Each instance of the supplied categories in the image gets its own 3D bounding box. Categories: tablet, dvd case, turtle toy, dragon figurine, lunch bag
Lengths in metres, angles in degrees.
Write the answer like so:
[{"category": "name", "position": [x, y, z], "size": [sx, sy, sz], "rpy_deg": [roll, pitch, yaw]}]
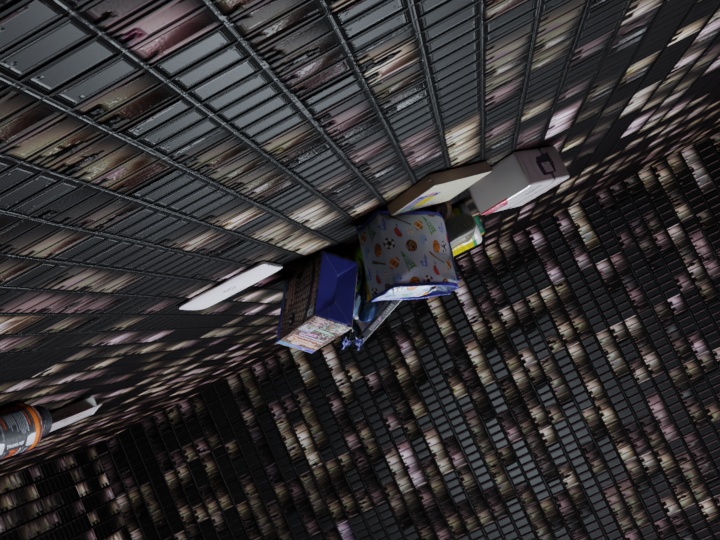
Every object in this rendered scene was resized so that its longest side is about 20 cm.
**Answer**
[{"category": "tablet", "position": [-0.259, 0.033, 1.555], "size": [0.199, 0.014, 0.130], "rpy_deg": [-28, 172, 9]}, {"category": "dvd case", "position": [0.059, 0.062, 1.761], "size": [0.200, 0.025, 0.151], "rpy_deg": [-50, -168, 30]}, {"category": "turtle toy", "position": [0.000, 0.000, 1.822], "size": [0.200, 0.101, 0.147], "rpy_deg": [-36, -151, 50]}, {"category": "dragon figurine", "position": [-0.002, 0.079, 1.713], "size": [0.058, 0.202, 0.099], "rpy_deg": [18, -175, -24]}, {"category": "lunch bag", "position": [0.106, -0.030, 1.598], "size": [0.198, 0.172, 0.124], "rpy_deg": [-5, 165, -31]}]

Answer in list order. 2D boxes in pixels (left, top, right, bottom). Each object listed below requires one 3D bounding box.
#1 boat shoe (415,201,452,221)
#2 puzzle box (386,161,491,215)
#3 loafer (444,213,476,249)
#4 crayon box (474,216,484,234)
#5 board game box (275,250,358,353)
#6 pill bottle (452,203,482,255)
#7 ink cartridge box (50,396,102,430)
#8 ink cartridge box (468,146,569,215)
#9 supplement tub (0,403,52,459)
[{"category": "boat shoe", "position": [0.122, -0.095, 1.760], "size": [0.200, 0.072, 0.064], "rpy_deg": [-38, 157, 32]}, {"category": "puzzle box", "position": [0.160, -0.166, 1.548], "size": [0.199, 0.026, 0.133], "rpy_deg": [-19, 170, -45]}, {"category": "loafer", "position": [0.169, -0.053, 1.711], "size": [0.198, 0.076, 0.070], "rpy_deg": [-23, 144, 1]}, {"category": "crayon box", "position": [0.268, -0.089, 2.345], "size": [0.198, 0.059, 0.119], "rpy_deg": [-24, 173, -10]}, {"category": "board game box", "position": [-0.098, 0.074, 1.732], "size": [0.096, 0.161, 0.200], "rpy_deg": [19, 150, -24]}, {"category": "pill bottle", "position": [0.197, -0.078, 1.954], "size": [0.198, 0.114, 0.113], "rpy_deg": [-27, 173, 4]}, {"category": "ink cartridge box", "position": [-0.818, 0.399, 2.101], "size": [0.199, 0.044, 0.173], "rpy_deg": [-21, 171, -33]}, {"category": "ink cartridge box", "position": [0.356, -0.203, 1.728], "size": [0.144, 0.085, 0.199], "rpy_deg": [-32, 170, 40]}, {"category": "supplement tub", "position": [-0.765, 0.348, 1.663], "size": [0.106, 0.108, 0.200], "rpy_deg": [-28, 172, 22]}]
